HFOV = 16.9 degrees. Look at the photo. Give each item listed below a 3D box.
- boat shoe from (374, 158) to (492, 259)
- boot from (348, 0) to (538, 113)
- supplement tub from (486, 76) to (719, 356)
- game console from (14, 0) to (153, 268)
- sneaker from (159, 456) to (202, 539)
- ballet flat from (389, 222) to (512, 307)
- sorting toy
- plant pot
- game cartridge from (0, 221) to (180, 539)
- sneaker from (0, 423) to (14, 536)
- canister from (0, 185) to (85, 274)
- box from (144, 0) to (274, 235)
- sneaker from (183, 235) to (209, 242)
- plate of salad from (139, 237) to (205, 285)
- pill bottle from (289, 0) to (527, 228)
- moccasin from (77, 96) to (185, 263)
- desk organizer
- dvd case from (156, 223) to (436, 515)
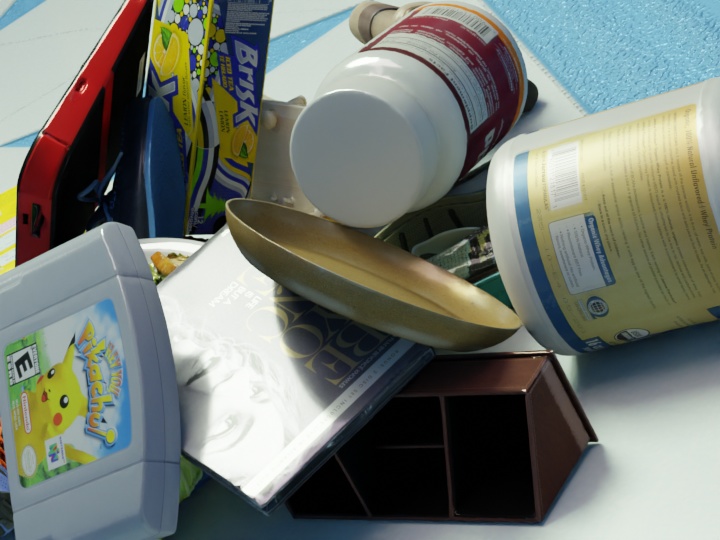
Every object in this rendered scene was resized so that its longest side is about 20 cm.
[{"bbox_3d":[0.093,-0.036,1.699,0.199,0.075,0.068,-26,7,6],"label":"boat shoe"},{"bbox_3d":[0.044,-0.176,1.884,0.146,0.200,0.070,30,90,41],"label":"boot"},{"bbox_3d":[0.193,-0.036,1.506,0.199,0.145,0.145,-15,28,24],"label":"supplement tub"},{"bbox_3d":[-0.201,-0.092,1.762,0.031,0.200,0.178,23,63,2],"label":"game console"},{"bbox_3d":[-0.120,0.102,1.619,0.076,0.076,0.201,-2,46,17],"label":"sneaker"},{"bbox_3d":[0.034,0.018,1.638,0.199,0.075,0.074,-21,25,-6],"label":"ballet flat"},{"bbox_3d":[-0.006,-0.101,1.881,0.179,0.107,0.199,-22,23,-38],"label":"sorting toy"},{"bbox_3d":[0.004,0.006,1.513,0.028,0.199,0.200,-67,27,8],"label":"plant pot"},{"bbox_3d":[-0.171,0.078,1.511,0.133,0.040,0.201,-22,69,34],"label":"game cartridge"},{"bbox_3d":[-0.270,0.126,1.735,0.078,0.076,0.200,-29,27,-12],"label":"sneaker"},{"bbox_3d":[-0.263,0.003,1.937,0.148,0.087,0.200,-29,25,-3],"label":"canister"},{"bbox_3d":[-0.116,-0.130,1.809,0.064,0.201,0.070,-1,13,-43],"label":"box"},{"bbox_3d":[-0.096,0.014,1.795,0.199,0.078,0.073,5,4,28],"label":"sneaker"},{"bbox_3d":[-0.154,0.036,1.616,0.199,0.048,0.201,-5,41,4],"label":"plate of salad"},{"bbox_3d":[0.033,-0.106,1.664,0.114,0.115,0.200,-13,15,27],"label":"pill bottle"},{"bbox_3d":[-0.168,-0.030,1.735,0.068,0.080,0.201,-7,66,18],"label":"moccasin"},{"bbox_3d":[0.035,0.103,1.488,0.199,0.072,0.077,-4,36,39],"label":"desk organizer"},{"bbox_3d":[-0.071,0.056,1.517,0.149,0.016,0.200,-42,47,-20],"label":"dvd case"}]
